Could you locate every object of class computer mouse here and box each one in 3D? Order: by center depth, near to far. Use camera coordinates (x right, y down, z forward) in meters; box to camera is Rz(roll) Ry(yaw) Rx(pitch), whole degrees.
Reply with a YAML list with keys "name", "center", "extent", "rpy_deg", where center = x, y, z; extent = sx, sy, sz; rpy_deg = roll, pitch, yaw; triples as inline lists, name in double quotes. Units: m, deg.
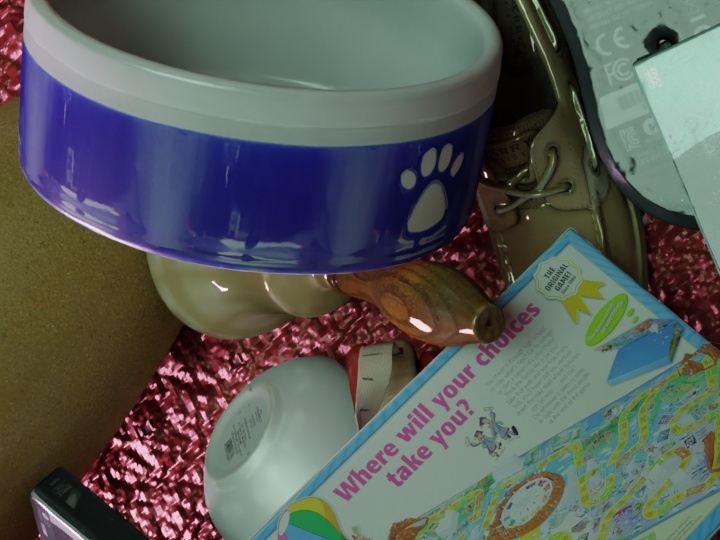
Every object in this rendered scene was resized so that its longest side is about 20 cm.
- name: "computer mouse"
  center: [0.133, -0.116, 1.066]
  extent: [0.138, 0.053, 0.201]
  rpy_deg: [-16, 87, 15]

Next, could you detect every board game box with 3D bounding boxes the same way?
- name: "board game box"
  center: [0.067, 0.094, 1.002]
  extent: [0.134, 0.034, 0.200]
  rpy_deg: [41, 71, 19]

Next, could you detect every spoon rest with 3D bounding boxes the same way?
- name: "spoon rest"
  center: [-0.028, 0.113, 1.118]
  extent: [0.099, 0.060, 0.200]
  rpy_deg: [-48, 26, 19]

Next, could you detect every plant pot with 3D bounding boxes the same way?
- name: "plant pot"
  center: [-0.152, -0.001, 1.181]
  extent: [0.200, 0.186, 0.187]
  rpy_deg: [-43, 68, 7]

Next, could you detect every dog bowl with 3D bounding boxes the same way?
- name: "dog bowl"
  center: [-0.043, -0.075, 1.040]
  extent: [0.199, 0.200, 0.079]
  rpy_deg: [23, 118, 29]

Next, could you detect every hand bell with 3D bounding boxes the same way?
- name: "hand bell"
  center: [0.000, 0.000, 1.060]
  extent: [0.200, 0.104, 0.105]
  rpy_deg: [20, 99, 55]

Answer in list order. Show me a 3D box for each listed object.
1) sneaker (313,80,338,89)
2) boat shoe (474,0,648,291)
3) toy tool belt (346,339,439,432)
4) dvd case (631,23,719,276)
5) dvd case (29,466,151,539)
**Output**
- name: "sneaker"
  center: [-0.044, -0.151, 1.165]
  extent: [0.078, 0.077, 0.201]
  rpy_deg: [-23, 79, 25]
- name: "boat shoe"
  center: [0.073, -0.049, 1.099]
  extent: [0.071, 0.064, 0.201]
  rpy_deg: [-19, 79, 28]
- name: "toy tool belt"
  center: [0.070, 0.120, 1.080]
  extent: [0.122, 0.125, 0.201]
  rpy_deg: [-11, 80, 4]
- name: "dvd case"
  center: [0.227, -0.059, 1.003]
  extent: [0.199, 0.022, 0.147]
  rpy_deg: [-23, 86, 15]
- name: "dvd case"
  center: [-0.069, 0.192, 1.143]
  extent: [0.200, 0.151, 0.025]
  rpy_deg: [35, 61, 26]
